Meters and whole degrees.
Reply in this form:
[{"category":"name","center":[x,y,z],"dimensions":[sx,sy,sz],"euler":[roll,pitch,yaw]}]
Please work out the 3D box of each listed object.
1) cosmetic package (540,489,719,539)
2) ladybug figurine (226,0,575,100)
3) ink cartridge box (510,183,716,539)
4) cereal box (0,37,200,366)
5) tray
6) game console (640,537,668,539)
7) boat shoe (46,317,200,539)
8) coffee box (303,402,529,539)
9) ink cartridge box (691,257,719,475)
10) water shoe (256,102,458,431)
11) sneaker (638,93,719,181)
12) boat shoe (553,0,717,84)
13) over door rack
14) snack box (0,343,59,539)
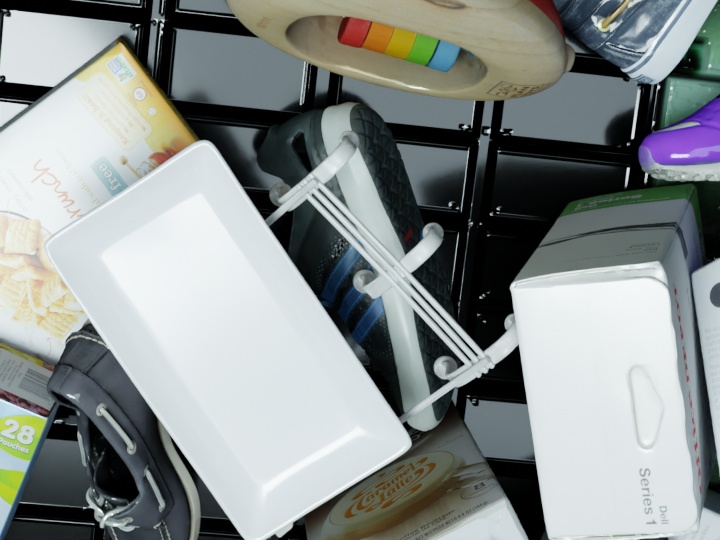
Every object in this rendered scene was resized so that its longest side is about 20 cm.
[{"category":"cosmetic package","center":[0.213,0.193,1.116],"dimensions":[0.199,0.071,0.102],"euler":[24,98,-10]},{"category":"ladybug figurine","center":[0.026,-0.150,1.011],"dimensions":[0.199,0.136,0.072],"euler":[15,75,-15]},{"category":"ink cartridge box","center":[0.147,0.046,1.010],"dimensions":[0.084,0.200,0.147],"euler":[-6,101,17]},{"category":"cereal box","center":[-0.173,-0.017,1.054],"dimensions":[0.200,0.040,0.144],"euler":[-37,104,1]},{"category":"tray","center":[-0.068,0.038,0.966],"dimensions":[0.107,0.022,0.200],"euler":[-32,103,8]},{"category":"game console","center":[0.122,0.264,1.020],"dimensions":[0.199,0.118,0.171],"euler":[-25,103,-5]},{"category":"boat shoe","center":[-0.140,0.112,1.031],"dimensions":[0.072,0.063,0.201],"euler":[20,137,24]},{"category":"coffee box","center":[0.033,0.156,1.026],"dimensions":[0.114,0.200,0.080],"euler":[-28,101,0]},{"category":"ink cartridge box","center":[0.245,0.061,1.025],"dimensions":[0.043,0.198,0.201],"euler":[-13,71,30]},{"category":"water shoe","center":[0.000,0.000,1.073],"dimensions":[0.079,0.071,0.201],"euler":[-10,105,25]},{"category":"sneaker","center":[0.250,-0.114,1.070],"dimensions":[0.199,0.070,0.100],"euler":[-16,95,-7]},{"category":"boat shoe","center":[0.181,-0.211,1.037],"dimensions":[0.091,0.071,0.201],"euler":[28,99,-14]},{"category":"over door rack","center":[-0.023,0.032,1.013],"dimensions":[0.148,0.067,0.200],"euler":[46,119,-6]},{"category":"snack box","center":[-0.287,0.099,1.029],"dimensions":[0.199,0.068,0.169],"euler":[24,111,-6]}]
